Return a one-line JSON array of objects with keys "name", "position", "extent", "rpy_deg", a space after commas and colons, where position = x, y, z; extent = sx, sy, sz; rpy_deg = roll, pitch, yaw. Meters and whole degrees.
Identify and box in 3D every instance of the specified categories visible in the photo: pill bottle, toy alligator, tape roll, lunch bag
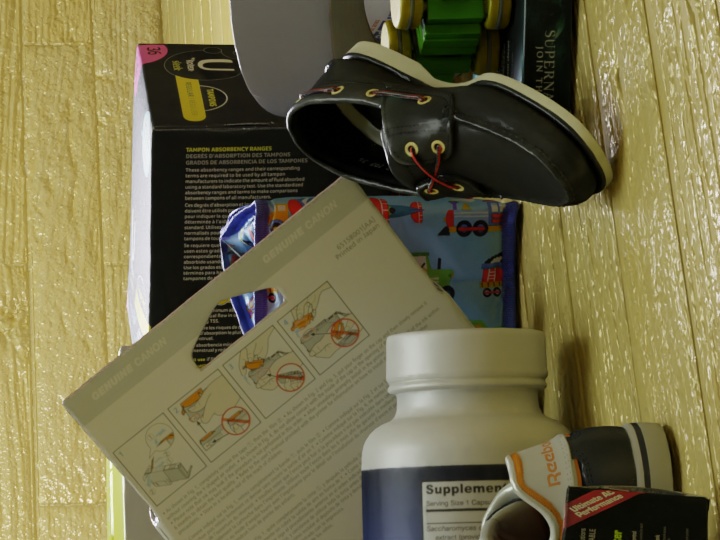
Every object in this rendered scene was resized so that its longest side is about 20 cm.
[{"name": "pill bottle", "position": [0.056, 0.132, 1.407], "extent": [0.111, 0.111, 0.201], "rpy_deg": [142, 127, -79]}, {"name": "toy alligator", "position": [0.040, -0.123, 1.477], "extent": [0.200, 0.059, 0.054], "rpy_deg": [102, 164, -57]}, {"name": "tape roll", "position": [-0.008, -0.188, 1.659], "extent": [0.200, 0.066, 0.201], "rpy_deg": [7, -90, -69]}, {"name": "lunch bag", "position": [0.000, 0.000, 1.634], "extent": [0.200, 0.150, 0.095], "rpy_deg": [-156, 66, -80]}]

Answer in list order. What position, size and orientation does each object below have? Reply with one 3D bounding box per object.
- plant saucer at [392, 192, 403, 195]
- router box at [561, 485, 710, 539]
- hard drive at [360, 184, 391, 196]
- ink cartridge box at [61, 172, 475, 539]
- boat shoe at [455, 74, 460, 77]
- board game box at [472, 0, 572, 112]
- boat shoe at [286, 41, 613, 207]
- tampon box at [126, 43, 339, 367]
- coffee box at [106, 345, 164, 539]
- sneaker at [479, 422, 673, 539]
[{"name": "plant saucer", "position": [0.032, -0.069, 1.814], "extent": [0.200, 0.032, 0.201], "rpy_deg": [179, 90, -82]}, {"name": "router box", "position": [0.102, 0.201, 1.110], "extent": [0.200, 0.062, 0.150], "rpy_deg": [-77, -11, -60]}, {"name": "hard drive", "position": [-0.005, -0.050, 1.851], "extent": [0.140, 0.033, 0.201], "rpy_deg": [-105, 17, -60]}, {"name": "ink cartridge box", "position": [-0.033, 0.072, 1.493], "extent": [0.174, 0.200, 0.044], "rpy_deg": [52, 178, -13]}, {"name": "boat shoe", "position": [0.044, -0.194, 1.614], "extent": [0.200, 0.064, 0.073], "rpy_deg": [98, 168, -45]}, {"name": "board game box", "position": [0.085, -0.165, 1.466], "extent": [0.135, 0.028, 0.201], "rpy_deg": [-122, 32, -74]}, {"name": "boat shoe", "position": [0.043, -0.062, 1.391], "extent": [0.201, 0.063, 0.074], "rpy_deg": [20, 145, 47]}, {"name": "tampon box", "position": [-0.088, -0.034, 1.862], "extent": [0.150, 0.126, 0.201], "rpy_deg": [-109, 21, -63]}, {"name": "coffee box", "position": [-0.087, 0.175, 2.058], "extent": [0.200, 0.197, 0.201], "rpy_deg": [115, 153, -70]}, {"name": "sneaker", "position": [0.091, 0.151, 1.291], "extent": [0.079, 0.079, 0.201], "rpy_deg": [-103, 14, -52]}]
